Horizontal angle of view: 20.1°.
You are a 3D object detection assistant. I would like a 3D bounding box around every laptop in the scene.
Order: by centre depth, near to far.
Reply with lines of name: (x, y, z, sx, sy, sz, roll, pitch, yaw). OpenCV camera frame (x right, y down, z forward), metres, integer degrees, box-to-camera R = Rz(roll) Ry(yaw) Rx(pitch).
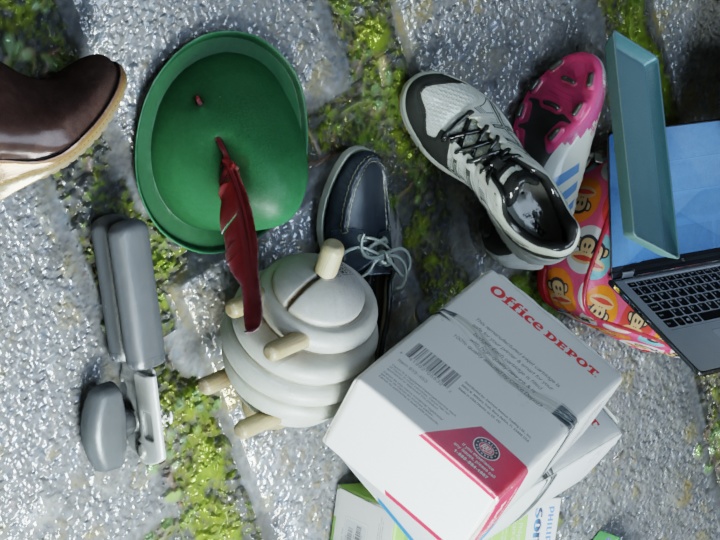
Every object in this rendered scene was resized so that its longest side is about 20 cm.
laptop: (0.322, -0.025, 1.802, 0.187, 0.200, 0.116, -9, 135, -38)

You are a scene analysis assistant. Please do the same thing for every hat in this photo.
hat: (-0.059, -0.072, 1.525, 0.165, 0.176, 0.201, -2, 102, -38)

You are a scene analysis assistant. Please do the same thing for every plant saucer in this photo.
plant saucer: (0.242, -0.108, 1.758, 0.070, 0.019, 0.201, 23, 55, -43)

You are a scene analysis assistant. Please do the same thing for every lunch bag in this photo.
lunch bag: (0.265, -0.022, 1.872, 0.200, 0.082, 0.177, 24, 84, -40)

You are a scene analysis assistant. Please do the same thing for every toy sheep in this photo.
toy sheep: (-0.049, 0.053, 1.587, 0.137, 0.138, 0.200, -16, 148, -36)

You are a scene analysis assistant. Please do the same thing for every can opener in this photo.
can opener: (-0.179, 0.058, 1.539, 0.066, 0.053, 0.201, -13, 108, -36)

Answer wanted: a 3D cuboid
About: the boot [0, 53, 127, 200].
boot: (-0.267, -0.135, 1.406, 0.200, 0.072, 0.167, -41, 125, -21)

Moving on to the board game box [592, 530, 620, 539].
board game box: (0.210, 0.369, 1.955, 0.200, 0.029, 0.135, -49, 126, -20)

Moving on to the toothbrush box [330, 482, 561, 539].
toothbrush box: (0.070, 0.262, 1.775, 0.199, 0.086, 0.146, 1, 99, -39)

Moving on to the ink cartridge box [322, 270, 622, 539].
ink cartridge box: (0.091, 0.108, 1.603, 0.200, 0.145, 0.084, -37, 161, -45)

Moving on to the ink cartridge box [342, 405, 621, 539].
ink cartridge box: (0.099, 0.139, 1.705, 0.200, 0.147, 0.086, -23, 155, -43)

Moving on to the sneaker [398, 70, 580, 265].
sneaker: (0.115, -0.090, 1.688, 0.076, 0.088, 0.200, -44, 97, -6)

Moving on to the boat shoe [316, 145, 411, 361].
boat shoe: (0.000, 0.000, 1.668, 0.075, 0.062, 0.201, 4, 98, -42)

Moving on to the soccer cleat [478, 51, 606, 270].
soccer cleat: (0.167, -0.094, 1.792, 0.086, 0.070, 0.201, 31, 83, -54)
